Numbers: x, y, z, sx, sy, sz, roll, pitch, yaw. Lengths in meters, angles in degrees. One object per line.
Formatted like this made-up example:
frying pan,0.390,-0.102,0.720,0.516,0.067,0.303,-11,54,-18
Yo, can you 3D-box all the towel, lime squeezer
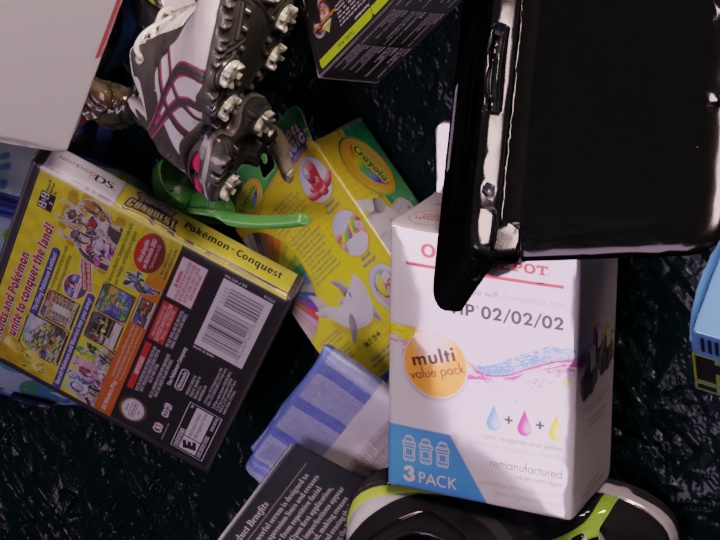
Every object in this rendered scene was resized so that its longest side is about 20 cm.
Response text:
towel,0.030,0.143,1.509,0.200,0.024,0.147,38,139,1
lime squeezer,-0.092,-0.056,1.524,0.071,0.038,0.200,-47,45,7

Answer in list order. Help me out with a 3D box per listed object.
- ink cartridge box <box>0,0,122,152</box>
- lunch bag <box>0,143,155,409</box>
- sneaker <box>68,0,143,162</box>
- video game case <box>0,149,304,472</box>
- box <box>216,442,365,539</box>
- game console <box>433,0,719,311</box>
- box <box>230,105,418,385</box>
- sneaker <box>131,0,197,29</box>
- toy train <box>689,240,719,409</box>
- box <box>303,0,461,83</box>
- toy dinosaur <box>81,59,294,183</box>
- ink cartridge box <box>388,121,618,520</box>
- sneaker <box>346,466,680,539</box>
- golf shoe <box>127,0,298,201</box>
ink cartridge box,-0.217,-0.186,1.487,0.145,0.083,0.200,-67,32,24
lunch bag,-0.235,0.002,1.664,0.160,0.083,0.200,18,138,-11
sneaker,-0.203,-0.125,1.619,0.075,0.078,0.200,44,137,23
video game case,-0.146,0.027,1.563,0.180,0.026,0.200,28,138,0
box,0.009,0.226,1.500,0.200,0.107,0.149,27,139,15
game console,0.114,-0.086,1.262,0.176,0.116,0.201,116,162,-71
box,0.000,0.000,1.495,0.200,0.048,0.117,55,140,6
sneaker,-0.109,-0.221,1.476,0.075,0.084,0.201,122,136,-61
toy train,0.223,0.052,1.200,0.114,0.087,0.200,19,159,19
box,0.023,-0.229,1.287,0.200,0.047,0.194,-42,56,49
toy dinosaur,-0.097,-0.115,1.505,0.200,0.047,0.088,18,94,41
ink cartridge box,0.079,0.026,1.367,0.115,0.068,0.201,9,111,23
sneaker,0.083,0.166,1.405,0.199,0.083,0.072,2,125,5
golf shoe,-0.091,-0.117,1.363,0.088,0.077,0.200,36,148,12
